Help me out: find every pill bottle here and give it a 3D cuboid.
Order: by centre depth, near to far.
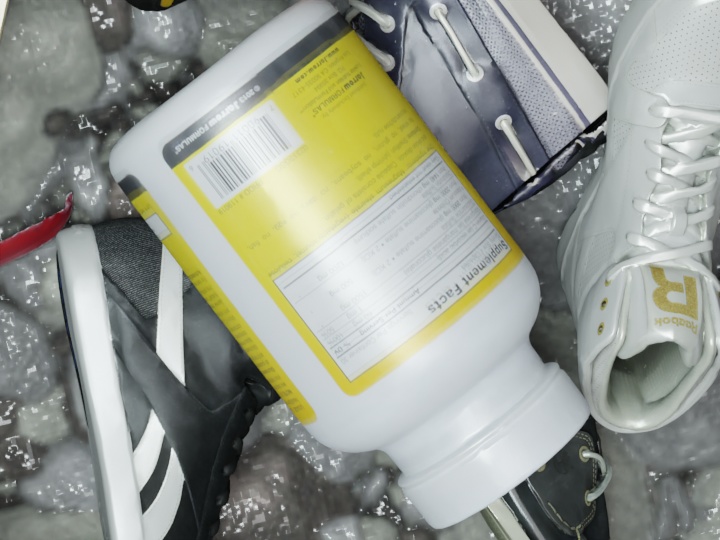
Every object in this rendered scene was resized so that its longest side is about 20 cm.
[{"bbox_3d":[0.000,0.000,1.078,0.112,0.112,0.200,-37,94,-3],"label":"pill bottle"}]

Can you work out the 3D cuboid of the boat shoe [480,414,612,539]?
[{"bbox_3d":[0.080,0.090,1.168,0.068,0.072,0.200,-33,96,-4],"label":"boat shoe"}]

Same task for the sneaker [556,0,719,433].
[{"bbox_3d":[0.131,-0.024,1.093,0.074,0.116,0.200,5,133,-9],"label":"sneaker"}]

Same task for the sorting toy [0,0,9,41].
[{"bbox_3d":[-0.225,-0.171,1.058,0.199,0.070,0.200,13,95,-8],"label":"sorting toy"}]

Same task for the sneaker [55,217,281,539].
[{"bbox_3d":[-0.058,0.072,1.145,0.112,0.073,0.200,-10,97,-8],"label":"sneaker"}]

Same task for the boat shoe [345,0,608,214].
[{"bbox_3d":[0.017,-0.105,1.136,0.093,0.075,0.200,-42,99,-7],"label":"boat shoe"}]

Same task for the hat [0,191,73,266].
[{"bbox_3d":[-0.248,0.057,1.142,0.200,0.176,0.166,-2,93,32],"label":"hat"}]

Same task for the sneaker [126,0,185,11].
[{"bbox_3d":[-0.023,-0.137,1.078,0.200,0.070,0.090,-34,85,40],"label":"sneaker"}]
